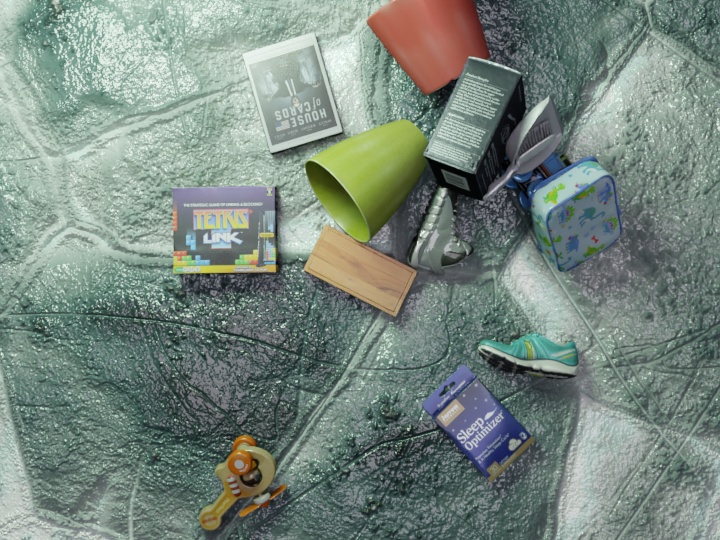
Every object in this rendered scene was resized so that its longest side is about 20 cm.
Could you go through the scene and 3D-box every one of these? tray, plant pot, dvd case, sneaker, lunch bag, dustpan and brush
[{"bbox_3d":[0.000,0.000,1.646,0.199,0.037,0.099,27,91,-1],"label":"tray"},{"bbox_3d":[0.137,-0.437,1.577,0.199,0.200,0.178,-31,101,0],"label":"plant pot"},{"bbox_3d":[-0.131,-0.342,1.650,0.149,0.025,0.202,-16,90,1],"label":"dvd case"},{"bbox_3d":[0.322,0.158,1.640,0.198,0.078,0.080,10,71,-5],"label":"sneaker"},{"bbox_3d":[0.399,-0.102,1.572,0.160,0.200,0.083,-32,48,-1],"label":"lunch bag"},{"bbox_3d":[0.174,-0.083,1.634,0.115,0.075,0.201,23,99,-6],"label":"sneaker"},{"bbox_3d":[0.030,-0.186,1.589,0.200,0.187,0.188,-39,90,-15],"label":"plant pot"},{"bbox_3d":[0.288,-0.204,1.525,0.199,0.140,0.057,-37,60,6],"label":"dustpan and brush"}]

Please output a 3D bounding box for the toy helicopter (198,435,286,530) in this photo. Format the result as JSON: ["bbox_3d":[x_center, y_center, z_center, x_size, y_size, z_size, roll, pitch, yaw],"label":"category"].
[{"bbox_3d":[-0.234,0.428,1.643,0.132,0.079,0.200,39,101,-9],"label":"toy helicopter"}]

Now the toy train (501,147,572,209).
[{"bbox_3d":[0.324,-0.205,1.623,0.114,0.087,0.200,-38,88,-9],"label":"toy train"}]

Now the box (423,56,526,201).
[{"bbox_3d":[0.208,-0.249,1.518,0.104,0.148,0.201,22,81,19],"label":"box"}]

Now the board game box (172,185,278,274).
[{"bbox_3d":[-0.257,-0.077,1.636,0.198,0.057,0.167,-1,92,0],"label":"board game box"}]

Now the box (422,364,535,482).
[{"bbox_3d":[0.226,0.295,1.650,0.121,0.032,0.200,-43,89,1],"label":"box"}]
